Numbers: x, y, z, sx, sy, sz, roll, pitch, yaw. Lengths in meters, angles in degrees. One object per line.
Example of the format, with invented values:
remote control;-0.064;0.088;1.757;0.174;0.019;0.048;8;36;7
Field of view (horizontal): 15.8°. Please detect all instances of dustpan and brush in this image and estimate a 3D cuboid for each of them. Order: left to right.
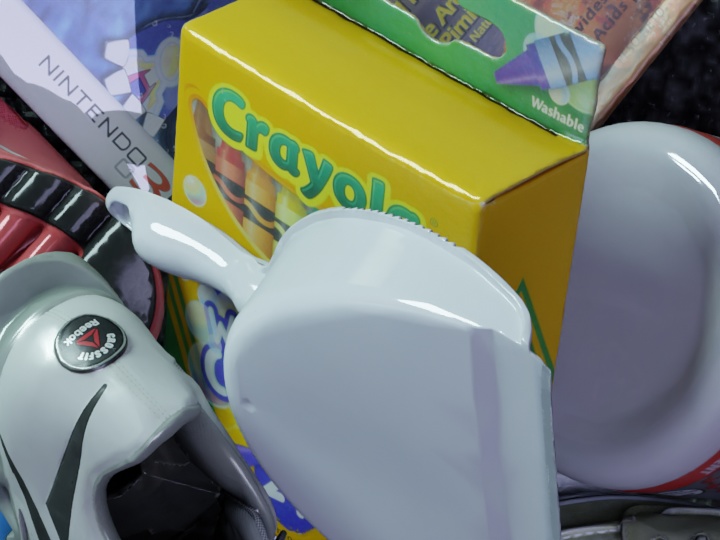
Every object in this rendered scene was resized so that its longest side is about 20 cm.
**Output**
dustpan and brush;-0.011;0.023;0.751;0.057;0.199;0.140;-45;143;-35

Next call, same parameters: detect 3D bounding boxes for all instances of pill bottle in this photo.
pill bottle;0.142;0.021;0.869;0.199;0.116;0.116;9;103;-46

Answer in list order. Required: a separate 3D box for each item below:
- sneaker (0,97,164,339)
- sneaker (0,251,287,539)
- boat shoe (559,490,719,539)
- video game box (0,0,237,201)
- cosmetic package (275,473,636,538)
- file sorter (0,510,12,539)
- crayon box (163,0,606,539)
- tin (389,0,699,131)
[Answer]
sneaker;-0.144;-0.033;0.864;0.074;0.087;0.200;-44;82;-3
sneaker;-0.061;0.089;0.786;0.074;0.088;0.200;-40;143;-19
boat shoe;0.115;0.103;0.857;0.199;0.062;0.072;-3;73;-6
video game box;-0.020;-0.100;0.884;0.200;0.047;0.182;-44;109;1
cosmetic package;-0.007;0.108;0.920;0.199;0.074;0.102;1;103;-10
file sorter;-0.212;0.037;0.837;0.200;0.123;0.139;37;93;-17
crayon box;0.000;0.000;0.798;0.051;0.126;0.201;-27;136;-39
tin;0.062;-0.120;0.846;0.112;0.042;0.200;39;93;-21
